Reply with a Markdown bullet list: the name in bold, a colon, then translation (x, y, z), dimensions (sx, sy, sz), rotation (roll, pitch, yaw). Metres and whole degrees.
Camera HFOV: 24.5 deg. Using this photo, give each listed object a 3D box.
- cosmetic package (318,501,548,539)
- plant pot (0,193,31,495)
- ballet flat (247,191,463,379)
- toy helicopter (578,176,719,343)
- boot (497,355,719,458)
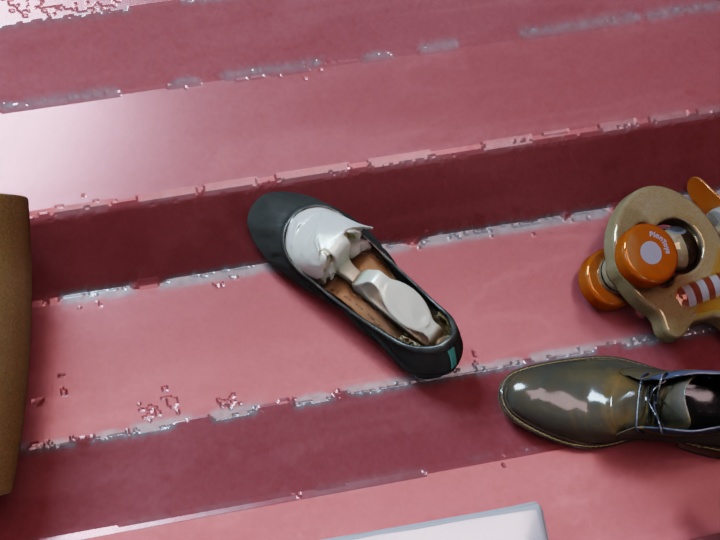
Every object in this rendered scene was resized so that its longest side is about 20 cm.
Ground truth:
- **cosmetic package**: translation (0.018, 0.241, 1.088), dimensions (0.197, 0.200, 0.124), rotation (-9, 73, -7)
- **plant pot**: translation (-0.305, 0.063, 1.141), dimensions (0.184, 0.186, 0.202), rotation (-10, 86, -8)
- **ballet flat**: translation (0.000, 0.000, 1.233), dimensions (0.199, 0.068, 0.068), rotation (38, 73, 7)
- **toy helicopter**: translation (0.274, 0.012, 1.264), dimensions (0.200, 0.079, 0.132), rotation (41, 64, -3)
- **boot**: translation (0.204, 0.089, 1.207), dimensions (0.198, 0.097, 0.075), rotation (6, 71, -4)
